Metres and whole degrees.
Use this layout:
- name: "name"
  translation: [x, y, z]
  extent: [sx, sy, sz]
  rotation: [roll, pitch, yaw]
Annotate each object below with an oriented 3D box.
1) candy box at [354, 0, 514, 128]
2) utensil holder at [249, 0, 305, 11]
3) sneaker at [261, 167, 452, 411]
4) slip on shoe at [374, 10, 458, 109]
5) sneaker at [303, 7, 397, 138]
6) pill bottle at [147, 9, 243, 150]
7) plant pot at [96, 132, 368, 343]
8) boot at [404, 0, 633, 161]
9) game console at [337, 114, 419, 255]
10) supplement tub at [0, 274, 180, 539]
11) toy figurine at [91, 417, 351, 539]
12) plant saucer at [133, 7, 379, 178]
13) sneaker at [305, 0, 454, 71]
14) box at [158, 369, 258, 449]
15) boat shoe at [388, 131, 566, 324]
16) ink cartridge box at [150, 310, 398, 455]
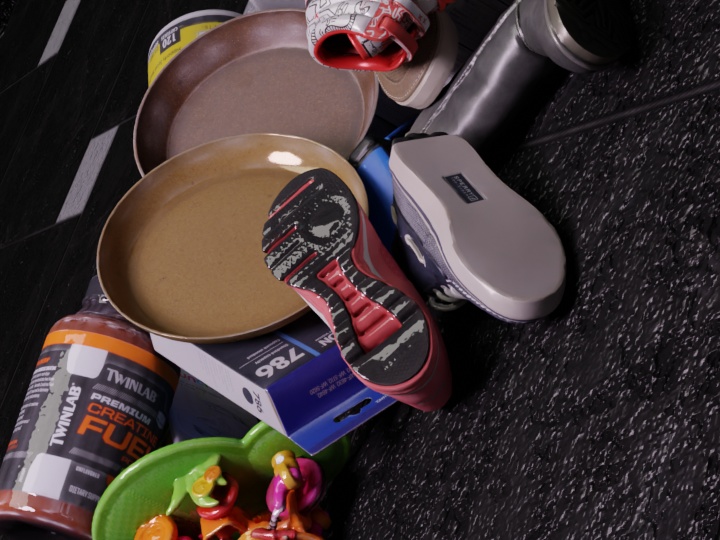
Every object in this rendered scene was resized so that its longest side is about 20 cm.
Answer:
- name: "candy box"
  translation: [0.074, -0.218, 1.532]
  extent: [0.200, 0.061, 0.137]
  rotation: [-42, 30, 43]
- name: "utensil holder"
  translation: [-0.047, -0.307, 1.796]
  extent: [0.171, 0.169, 0.200]
  rotation: [-58, 24, 13]
- name: "sneaker"
  translation: [-0.001, 0.019, 1.318]
  extent: [0.073, 0.087, 0.201]
  rotation: [-35, 53, 5]
- name: "slip on shoe"
  translation: [0.018, -0.187, 1.466]
  extent: [0.076, 0.060, 0.201]
  rotation: [-56, 29, 27]
- name: "sneaker"
  translation: [0.003, -0.180, 1.649]
  extent: [0.099, 0.071, 0.200]
  rotation: [-37, 40, -6]
- name: "pill bottle"
  translation: [-0.117, -0.108, 1.635]
  extent: [0.112, 0.111, 0.201]
  rotation: [-46, 38, 39]
- name: "plant pot"
  translation: [-0.089, -0.019, 1.416]
  extent: [0.028, 0.198, 0.201]
  rotation: [74, -163, -45]
- name: "boot"
  translation: [0.096, -0.122, 1.348]
  extent: [0.200, 0.072, 0.182]
  rotation: [-45, 12, 26]
- name: "game console"
  translation: [0.000, 0.000, 1.500]
  extent: [0.200, 0.118, 0.171]
  rotation: [-52, 55, 23]
- name: "supplement tub"
  translation: [-0.196, 0.106, 1.466]
  extent: [0.107, 0.106, 0.202]
  rotation: [-26, 44, 59]
- name: "toy figurine"
  translation: [-0.072, 0.215, 1.328]
  extent: [0.199, 0.150, 0.185]
  rotation: [-33, 42, 10]
- name: "plant saucer"
  translation: [-0.077, -0.114, 1.532]
  extent: [0.198, 0.035, 0.202]
  rotation: [-10, 53, 13]
- name: "sneaker"
  translation: [0.052, -0.197, 1.375]
  extent: [0.200, 0.067, 0.109]
  rotation: [-11, 57, 23]
- name: "box"
  translation: [-0.158, 0.193, 1.561]
  extent: [0.201, 0.096, 0.177]
  rotation: [-58, 23, 16]
- name: "boat shoe"
  translation: [0.074, -0.004, 1.287]
  extent: [0.200, 0.074, 0.093]
  rotation: [-119, 25, -51]
- name: "ink cartridge box"
  translation: [-0.057, 0.053, 1.385]
  extent: [0.099, 0.039, 0.199]
  rotation: [-31, 37, -27]
